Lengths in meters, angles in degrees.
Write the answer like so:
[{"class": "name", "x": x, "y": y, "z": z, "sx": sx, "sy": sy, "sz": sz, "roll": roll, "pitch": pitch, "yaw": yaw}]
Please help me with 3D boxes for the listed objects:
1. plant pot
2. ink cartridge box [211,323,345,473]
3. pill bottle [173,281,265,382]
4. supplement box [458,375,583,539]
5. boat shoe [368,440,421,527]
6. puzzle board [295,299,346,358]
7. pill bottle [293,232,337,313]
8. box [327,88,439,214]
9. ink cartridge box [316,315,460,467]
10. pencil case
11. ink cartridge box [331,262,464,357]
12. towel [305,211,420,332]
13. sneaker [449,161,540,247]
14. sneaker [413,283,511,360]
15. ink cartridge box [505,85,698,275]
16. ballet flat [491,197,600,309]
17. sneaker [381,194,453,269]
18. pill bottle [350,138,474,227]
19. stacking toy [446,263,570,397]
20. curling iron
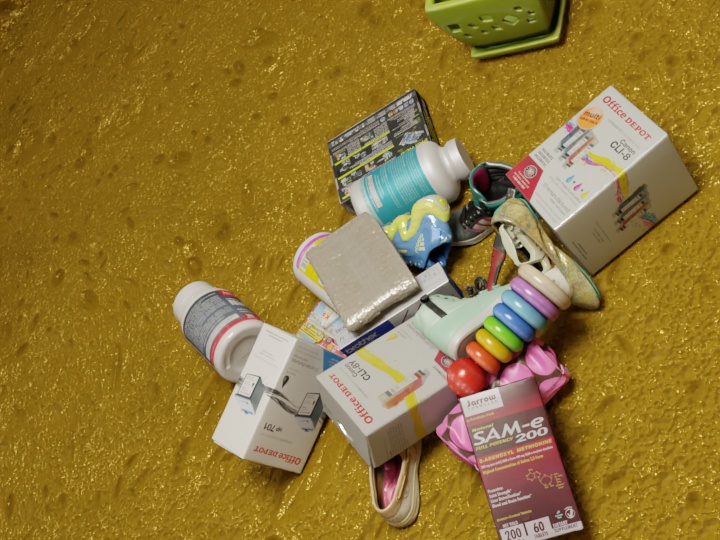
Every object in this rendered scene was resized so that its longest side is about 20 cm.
[{"class": "plant pot", "x": 0.248, "y": -0.485, "z": 1.616, "sx": 0.198, "sy": 0.181, "sz": 0.201, "roll": -5, "pitch": 62, "yaw": 35}, {"class": "ink cartridge box", "x": -0.123, "y": 0.203, "z": 1.487, "sx": 0.086, "sy": 0.146, "sz": 0.201, "roll": 19, "pitch": 84, "yaw": 41}, {"class": "pill bottle", "x": -0.249, "y": 0.101, "z": 1.677, "sx": 0.120, "sy": 0.120, "sz": 0.200, "roll": -53, "pitch": 47, "yaw": -2}, {"class": "supplement box", "x": 0.207, "y": 0.250, "z": 1.226, "sx": 0.108, "sy": 0.061, "sz": 0.201, "roll": -18, "pitch": 74, "yaw": 7}, {"class": "boat shoe", "x": 0.046, "y": 0.272, "z": 1.389, "sx": 0.073, "sy": 0.069, "sz": 0.201, "roll": -22, "pitch": 53, "yaw": 25}, {"class": "puzzle board", "x": -0.043, "y": 0.136, "z": 1.574, "sx": 0.200, "sy": 0.017, "sz": 0.151, "roll": 30, "pitch": 84, "yaw": 43}, {"class": "pill bottle", "x": -0.020, "y": 0.021, "z": 1.566, "sx": 0.104, "sy": 0.104, "sz": 0.200, "roll": -52, "pitch": 47, "yaw": -1}, {"class": "box", "x": 0.042, "y": -0.214, "z": 1.702, "sx": 0.199, "sy": 0.044, "sz": 0.161, "roll": -30, "pitch": 50, "yaw": 20}, {"class": "ink cartridge box", "x": 0.057, "y": 0.171, "z": 1.378, "sx": 0.199, "sy": 0.084, "sz": 0.145, "roll": -30, "pitch": 45, "yaw": -17}, {"class": "pencil case", "x": 0.203, "y": 0.187, "z": 1.311, "sx": 0.200, "sy": 0.091, "sz": 0.094, "roll": -48, "pitch": 40, "yaw": 0}, {"class": "ink cartridge box", "x": 0.064, "y": 0.076, "z": 1.465, "sx": 0.199, "sy": 0.094, "sz": 0.044, "roll": -32, "pitch": 49, "yaw": 9}, {"class": "towel", "x": 0.000, "y": 0.000, "z": 1.473, "sx": 0.132, "sy": 0.035, "sz": 0.200, "roll": -35, "pitch": 44, "yaw": 4}, {"class": "sneaker", "x": 0.187, "y": -0.106, "z": 1.474, "sx": 0.199, "sy": 0.121, "sz": 0.084, "roll": -21, "pitch": 53, "yaw": 26}, {"class": "sneaker", "x": 0.169, "y": 0.045, "z": 1.381, "sx": 0.200, "sy": 0.074, "sz": 0.118, "roll": -30, "pitch": 42, "yaw": -28}, {"class": "ink cartridge box", "x": 0.347, "y": -0.129, "z": 1.353, "sx": 0.200, "sy": 0.145, "sz": 0.146, "roll": -40, "pitch": 46, "yaw": 9}, {"class": "ballet flat", "x": 0.258, "y": -0.012, "z": 1.347, "sx": 0.071, "sy": 0.071, "sz": 0.200, "roll": -39, "pitch": 84, "yaw": 11}, {"class": "sneaker", "x": 0.080, "y": -0.033, "z": 1.521, "sx": 0.200, "sy": 0.075, "sz": 0.106, "roll": -45, "pitch": 55, "yaw": 48}, {"class": "pill bottle", "x": 0.090, "y": -0.143, "z": 1.577, "sx": 0.199, "sy": 0.111, "sz": 0.111, "roll": -28, "pitch": 50, "yaw": 21}, {"class": "stacking toy", "x": 0.194, "y": 0.092, "z": 1.284, "sx": 0.200, "sy": 0.085, "sz": 0.085, "roll": -51, "pitch": 46, "yaw": 2}, {"class": "curling iron", "x": 0.199, "y": -0.029, "z": 1.416, "sx": 0.049, "sy": 0.026, "sz": 0.201, "roll": 28, "pitch": 117, "yaw": 28}]
